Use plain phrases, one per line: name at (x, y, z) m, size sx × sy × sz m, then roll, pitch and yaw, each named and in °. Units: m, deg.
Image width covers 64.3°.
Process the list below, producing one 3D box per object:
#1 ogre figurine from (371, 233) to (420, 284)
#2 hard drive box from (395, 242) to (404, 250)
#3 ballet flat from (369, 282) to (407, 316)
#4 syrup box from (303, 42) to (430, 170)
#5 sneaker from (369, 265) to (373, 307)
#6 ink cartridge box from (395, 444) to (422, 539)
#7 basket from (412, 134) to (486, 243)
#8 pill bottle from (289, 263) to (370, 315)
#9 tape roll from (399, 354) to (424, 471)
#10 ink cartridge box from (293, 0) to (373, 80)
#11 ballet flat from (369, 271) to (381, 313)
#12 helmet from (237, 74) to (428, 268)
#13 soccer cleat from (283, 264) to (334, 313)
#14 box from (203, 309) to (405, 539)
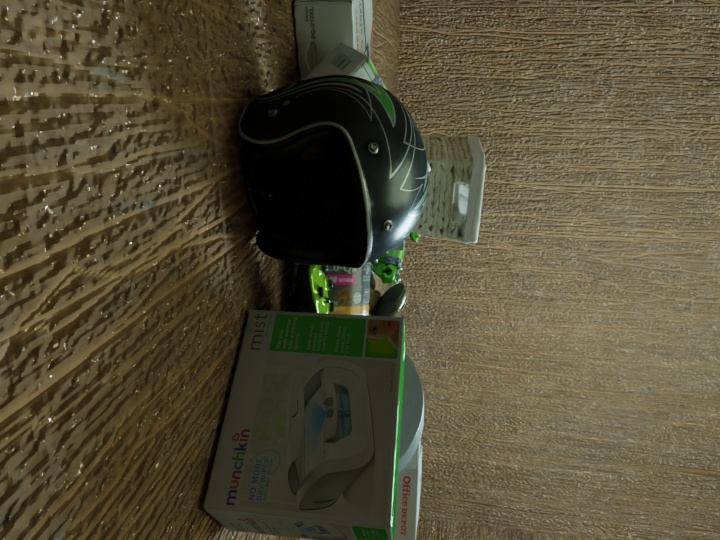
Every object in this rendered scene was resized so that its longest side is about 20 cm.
ogre figurine at (0.059, -0.056, 1.075) m, size 0.200 × 0.095 × 0.124 m, roll -30°, pitch 137°, yaw -70°
hard drive box at (0.008, -0.134, 0.984) m, size 0.204 × 0.150 × 0.078 m, roll -79°, pitch 170°, yaw -46°
ballet flat at (0.033, 0.112, 1.090) m, size 0.203 × 0.046 × 0.068 m, roll -56°, pitch -161°, yaw 15°
syrup box at (0.012, -0.193, 0.779) m, size 0.200 × 0.081 × 0.079 m, roll 49°, pitch -1°, yaw -43°
sneaker at (0.000, 0.000, 0.921) m, size 0.201 × 0.104 × 0.076 m, roll 54°, pitch 11°, yaw -51°
ink cartridge box at (0.006, 0.366, 0.975) m, size 0.084 × 0.192 × 0.151 m, roll -64°, pitch 156°, yaw -72°
basket at (0.143, -0.148, 0.983) m, size 0.201 × 0.119 × 0.140 m, roll -71°, pitch 164°, yaw -65°
pill bottle at (-0.040, -0.034, 0.785) m, size 0.116 × 0.112 × 0.208 m, roll -19°, pitch 111°, yaw -82°
tape roll at (-0.008, 0.190, 0.794) m, size 0.067 × 0.193 × 0.206 m, roll 80°, pitch 15°, yaw -61°
ink cartridge box at (-0.032, -0.342, 0.843) m, size 0.203 × 0.081 × 0.149 m, roll -77°, pitch 167°, yaw -52°
ballet flat at (-0.015, 0.002, 1.036) m, size 0.063 × 0.068 × 0.202 m, roll -43°, pitch 139°, yaw -13°
helmet at (-0.021, -0.103, 0.598) m, size 0.200 × 0.183 × 0.208 m, roll 3°, pitch 90°, yaw -84°
soccer cleat at (-0.070, 0.064, 0.689) m, size 0.204 × 0.078 × 0.069 m, roll 88°, pitch 6°, yaw -46°
box at (-0.044, 0.155, 0.581) m, size 0.098 × 0.170 × 0.205 m, roll 83°, pitch 13°, yaw -56°
